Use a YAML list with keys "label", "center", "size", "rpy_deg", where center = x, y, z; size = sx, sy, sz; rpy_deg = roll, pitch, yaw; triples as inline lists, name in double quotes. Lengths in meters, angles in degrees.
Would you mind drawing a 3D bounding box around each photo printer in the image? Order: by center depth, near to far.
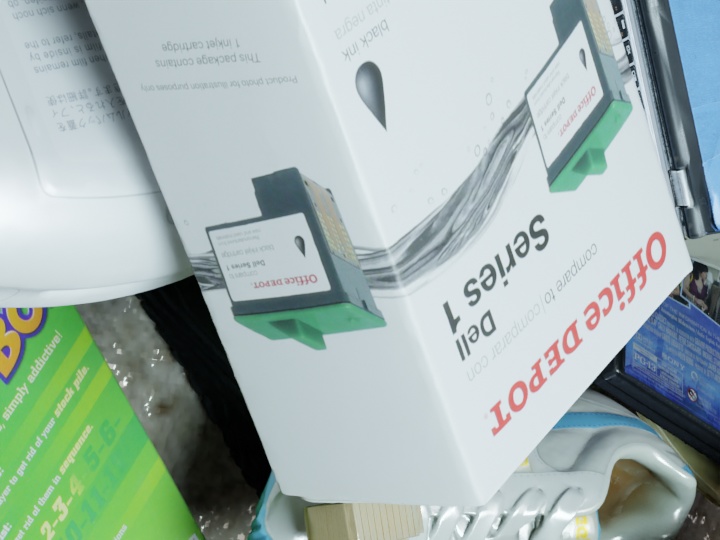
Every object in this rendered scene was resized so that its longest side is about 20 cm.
- label: "photo printer"
  center: [-0.102, -0.087, 0.813]
  size: [0.166, 0.069, 0.200]
  rpy_deg: [-16, 79, -41]

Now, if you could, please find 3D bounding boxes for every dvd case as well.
- label: "dvd case"
  center: [0.152, -0.010, 1.077]
  size: [0.143, 0.018, 0.200]
  rpy_deg: [31, 49, -32]

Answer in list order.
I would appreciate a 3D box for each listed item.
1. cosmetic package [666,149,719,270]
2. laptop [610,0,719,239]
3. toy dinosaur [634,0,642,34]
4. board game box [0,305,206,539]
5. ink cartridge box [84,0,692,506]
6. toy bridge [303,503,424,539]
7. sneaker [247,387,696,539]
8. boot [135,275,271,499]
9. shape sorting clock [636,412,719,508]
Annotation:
- label: "cosmetic package"
  center: [0.157, -0.103, 1.058]
  size: [0.105, 0.071, 0.200]
  rpy_deg: [17, 59, -45]
- label: "laptop"
  center: [0.118, -0.084, 0.896]
  size: [0.200, 0.116, 0.188]
  rpy_deg: [-29, 113, -38]
- label: "toy dinosaur"
  center: [0.043, -0.135, 0.940]
  size: [0.181, 0.200, 0.105]
  rpy_deg: [3, 83, 0]
- label: "board game box"
  center: [-0.117, 0.077, 0.910]
  size: [0.096, 0.030, 0.200]
  rpy_deg: [-45, 128, -30]
- label: "ink cartridge box"
  center: [0.012, -0.048, 0.785]
  size: [0.146, 0.084, 0.200]
  rpy_deg: [-44, 122, -42]
- label: "toy bridge"
  center: [0.000, 0.000, 0.890]
  size: [0.067, 0.027, 0.200]
  rpy_deg: [-6, 87, -45]
- label: "sneaker"
  center: [0.042, 0.085, 0.950]
  size: [0.200, 0.081, 0.077]
  rpy_deg: [-15, 126, -42]
- label: "boot"
  center: [0.001, -0.019, 0.970]
  size: [0.168, 0.076, 0.200]
  rpy_deg: [-45, 132, -25]
- label: "shape sorting clock"
  center: [0.170, 0.024, 1.123]
  size: [0.200, 0.039, 0.200]
  rpy_deg: [25, 52, -37]
